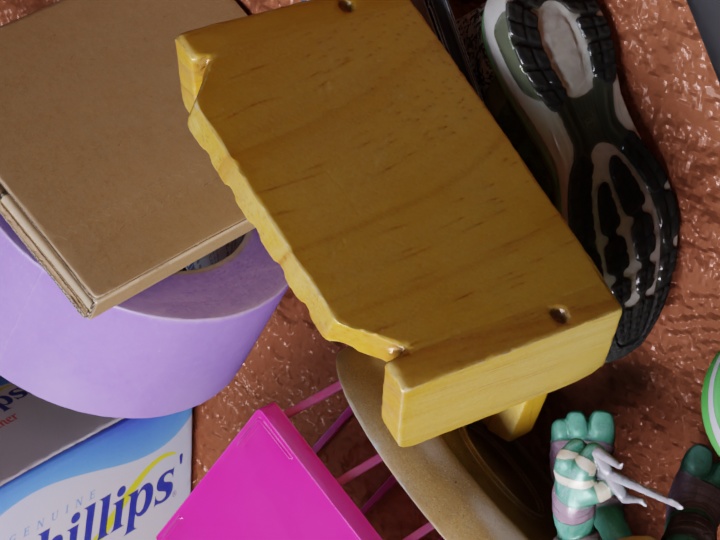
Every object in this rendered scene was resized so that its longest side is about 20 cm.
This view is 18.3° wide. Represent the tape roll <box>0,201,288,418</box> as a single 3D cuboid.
[{"bbox_3d":[-0.136,-0.023,1.228,0.200,0.200,0.085,46,131,15],"label":"tape roll"}]

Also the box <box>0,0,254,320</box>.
[{"bbox_3d":[-0.117,-0.080,1.187,0.164,0.200,0.021,50,141,13],"label":"box"}]

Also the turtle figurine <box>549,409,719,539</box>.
[{"bbox_3d":[0.137,0.136,1.030,0.150,0.200,0.101,36,107,-12],"label":"turtle figurine"}]

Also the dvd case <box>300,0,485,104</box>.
[{"bbox_3d":[0.026,-0.077,1.149,0.149,0.016,0.201,-6,105,68],"label":"dvd case"}]

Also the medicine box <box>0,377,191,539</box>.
[{"bbox_3d":[-0.200,0.172,1.369,0.103,0.182,0.201,21,122,32],"label":"medicine box"}]

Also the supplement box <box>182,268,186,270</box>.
[{"bbox_3d":[-0.197,-0.019,1.345,0.200,0.109,0.061,39,129,20],"label":"supplement box"}]

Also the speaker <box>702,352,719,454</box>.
[{"bbox_3d":[0.227,0.052,0.973,0.089,0.088,0.200,65,159,-2],"label":"speaker"}]

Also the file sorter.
[{"bbox_3d":[0.015,0.167,1.232,0.200,0.125,0.139,51,134,13],"label":"file sorter"}]

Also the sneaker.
[{"bbox_3d":[0.095,-0.052,1.118,0.088,0.077,0.201,-10,97,56],"label":"sneaker"}]

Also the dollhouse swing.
[{"bbox_3d":[0.000,0.000,1.066,0.200,0.181,0.176,57,143,20],"label":"dollhouse swing"}]

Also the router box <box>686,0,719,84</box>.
[{"bbox_3d":[0.252,-0.096,0.965,0.200,0.052,0.158,-17,97,43],"label":"router box"}]

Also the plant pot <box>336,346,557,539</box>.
[{"bbox_3d":[0.064,0.108,1.139,0.027,0.200,0.200,-42,78,11],"label":"plant pot"}]
